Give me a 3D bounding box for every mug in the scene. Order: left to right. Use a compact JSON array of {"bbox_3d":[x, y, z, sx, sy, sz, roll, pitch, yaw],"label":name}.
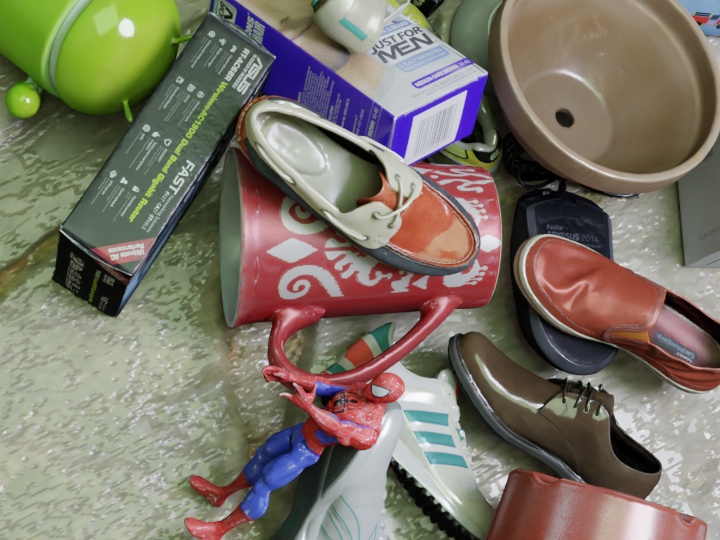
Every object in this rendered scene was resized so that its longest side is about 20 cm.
[{"bbox_3d":[-0.002,-0.004,1.169,0.198,0.133,0.180,-1,96,-13],"label":"mug"}]

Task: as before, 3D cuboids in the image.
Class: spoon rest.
[{"bbox_3d":[0.143,-0.241,1.302,0.099,0.061,0.202,23,86,-6],"label":"spoon rest"}]

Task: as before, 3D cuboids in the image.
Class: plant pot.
[{"bbox_3d":[0.153,0.255,1.097,0.199,0.201,0.197,17,81,-9],"label":"plant pot"},{"bbox_3d":[0.182,-0.142,1.227,0.199,0.093,0.203,9,64,-18],"label":"plant pot"}]

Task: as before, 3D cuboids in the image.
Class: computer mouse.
[{"bbox_3d":[0.168,-0.007,1.252,0.137,0.053,0.202,11,67,-20],"label":"computer mouse"}]

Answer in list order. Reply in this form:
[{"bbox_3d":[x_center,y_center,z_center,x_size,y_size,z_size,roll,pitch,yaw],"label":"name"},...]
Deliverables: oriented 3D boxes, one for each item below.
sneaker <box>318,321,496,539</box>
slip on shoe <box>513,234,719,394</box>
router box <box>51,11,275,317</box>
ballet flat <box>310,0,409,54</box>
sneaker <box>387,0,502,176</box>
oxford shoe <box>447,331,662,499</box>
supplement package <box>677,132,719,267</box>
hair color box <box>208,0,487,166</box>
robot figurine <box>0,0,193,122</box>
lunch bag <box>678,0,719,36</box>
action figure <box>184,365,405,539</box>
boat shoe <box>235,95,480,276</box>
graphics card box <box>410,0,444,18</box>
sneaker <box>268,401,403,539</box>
[{"bbox_3d":[0.060,0.126,1.182,0.200,0.070,0.093,45,77,3],"label":"sneaker"},{"bbox_3d":[0.209,0.029,1.192,0.199,0.061,0.075,31,64,-9],"label":"slip on shoe"},{"bbox_3d":[-0.147,-0.073,1.135,0.062,0.150,0.201,33,73,-5],"label":"router box"},{"bbox_3d":[0.013,-0.229,1.174,0.069,0.070,0.201,28,41,-6],"label":"ballet flat"},{"bbox_3d":[0.054,-0.162,1.243,0.075,0.076,0.201,-38,89,-18],"label":"sneaker"},{"bbox_3d":[0.153,0.106,1.193,0.200,0.084,0.073,39,29,-10],"label":"oxford shoe"},{"bbox_3d":[0.379,-0.066,1.281,0.198,0.114,0.111,1,78,-15],"label":"supplement package"},{"bbox_3d":[-0.014,-0.162,1.176,0.199,0.065,0.109,37,45,26],"label":"hair color box"},{"bbox_3d":[-0.218,-0.196,1.148,0.199,0.116,0.176,37,92,19],"label":"robot figurine"},{"bbox_3d":[0.292,-0.274,1.262,0.149,0.200,0.095,5,76,-12],"label":"lunch bag"},{"bbox_3d":[-0.061,0.113,1.086,0.099,0.199,0.066,42,28,-31],"label":"action figure"},{"bbox_3d":[0.002,-0.058,1.071,0.199,0.063,0.072,32,83,-10],"label":"boat shoe"},{"bbox_3d":[0.023,-0.322,1.286,0.200,0.051,0.126,41,71,-1],"label":"graphics card box"},{"bbox_3d":[-0.012,0.183,1.137,0.080,0.070,0.202,23,102,-21],"label":"sneaker"}]
